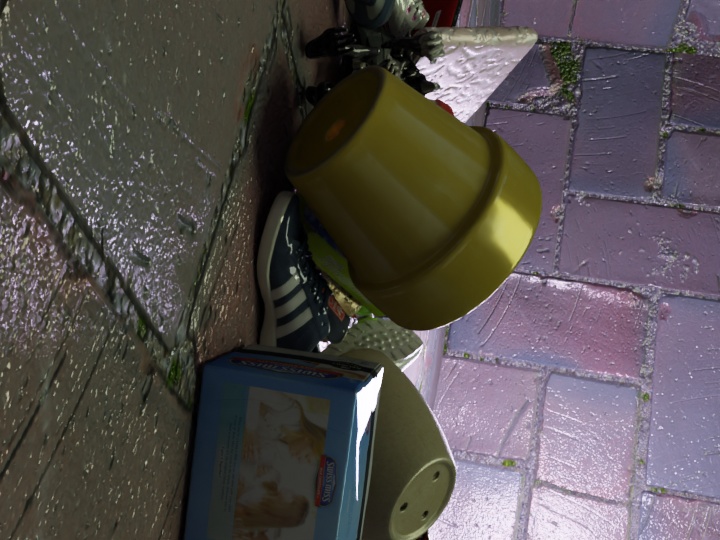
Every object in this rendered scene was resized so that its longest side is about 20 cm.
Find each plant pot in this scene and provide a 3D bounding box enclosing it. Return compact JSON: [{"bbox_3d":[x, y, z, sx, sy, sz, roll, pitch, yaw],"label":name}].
[{"bbox_3d":[0.036,-0.077,0.896,0.188,0.200,0.203,39,46,-27],"label":"plant pot"}]

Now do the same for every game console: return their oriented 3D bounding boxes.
[{"bbox_3d":[0.080,-0.273,1.330,0.119,0.171,0.201,53,35,-30],"label":"game console"}]

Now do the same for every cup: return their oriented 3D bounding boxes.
[{"bbox_3d":[0.017,0.207,1.023,0.199,0.143,0.203,-27,133,-34],"label":"cup"}]

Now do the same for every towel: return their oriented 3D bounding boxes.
[{"bbox_3d":[0.100,-0.232,1.191,0.198,0.032,0.191,-14,157,-41],"label":"towel"}]

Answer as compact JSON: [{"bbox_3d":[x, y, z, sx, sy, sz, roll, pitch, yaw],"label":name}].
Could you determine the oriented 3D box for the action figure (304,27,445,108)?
[{"bbox_3d":[0.032,-0.192,0.997,0.199,0.101,0.121,-7,110,-52],"label":"action figure"}]

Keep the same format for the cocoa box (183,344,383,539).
[{"bbox_3d":[-0.063,0.176,0.811,0.131,0.131,0.203,-16,113,-78],"label":"cocoa box"}]

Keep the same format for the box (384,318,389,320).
[{"bbox_3d":[0.065,-0.010,1.497,0.200,0.096,0.126,-62,157,-64],"label":"box"}]

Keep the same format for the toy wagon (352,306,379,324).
[{"bbox_3d":[0.000,0.000,1.215,0.201,0.039,0.157,78,6,-65],"label":"toy wagon"}]

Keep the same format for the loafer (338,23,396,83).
[{"bbox_3d":[-0.007,-0.177,1.088,0.070,0.068,0.204,8,93,-47],"label":"loafer"}]

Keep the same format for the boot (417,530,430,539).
[{"bbox_3d":[0.056,0.264,1.151,0.154,0.072,0.207,171,-67,-82],"label":"boot"}]

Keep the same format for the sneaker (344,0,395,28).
[{"bbox_3d":[-0.008,-0.324,0.974,0.082,0.069,0.202,-53,151,-36],"label":"sneaker"}]

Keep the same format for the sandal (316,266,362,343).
[{"bbox_3d":[-0.027,0.029,1.084,0.212,0.069,0.079,75,25,-65],"label":"sandal"}]

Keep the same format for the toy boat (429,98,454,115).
[{"bbox_3d":[0.090,-0.112,1.173,0.200,0.129,0.132,131,-25,-68],"label":"toy boat"}]

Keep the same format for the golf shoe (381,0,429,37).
[{"bbox_3d":[0.038,-0.320,1.124,0.201,0.091,0.073,84,17,-48],"label":"golf shoe"}]

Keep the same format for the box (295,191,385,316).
[{"bbox_3d":[-0.008,-0.049,1.022,0.200,0.047,0.123,43,50,-44],"label":"box"}]

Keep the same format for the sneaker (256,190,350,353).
[{"bbox_3d":[-0.049,0.022,0.911,0.075,0.083,0.203,-64,159,-59],"label":"sneaker"}]

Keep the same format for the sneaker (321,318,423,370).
[{"bbox_3d":[-0.007,0.123,1.122,0.199,0.076,0.081,-23,133,-37],"label":"sneaker"}]
